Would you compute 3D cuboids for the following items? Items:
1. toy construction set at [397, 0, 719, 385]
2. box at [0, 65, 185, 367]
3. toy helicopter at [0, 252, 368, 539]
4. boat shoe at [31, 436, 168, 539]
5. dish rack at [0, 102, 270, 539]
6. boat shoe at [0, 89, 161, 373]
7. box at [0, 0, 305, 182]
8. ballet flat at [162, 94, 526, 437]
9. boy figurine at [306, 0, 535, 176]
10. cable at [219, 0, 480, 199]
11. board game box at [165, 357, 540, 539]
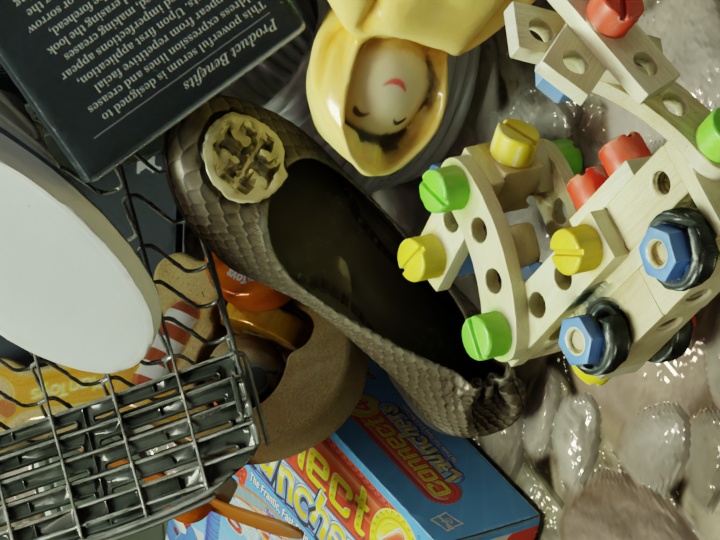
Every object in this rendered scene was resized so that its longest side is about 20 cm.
[{"bbox_3d":[0.085,-0.033,1.036,0.132,0.092,0.200,64,156,21],"label":"toy construction set"},{"bbox_3d":[-0.149,-0.035,1.322,0.200,0.104,0.149,-119,30,-64],"label":"box"},{"bbox_3d":[-0.089,0.057,1.195,0.199,0.079,0.133,-12,64,21],"label":"toy helicopter"},{"bbox_3d":[-0.124,0.169,1.435,0.060,0.075,0.201,-51,57,44],"label":"boat shoe"},{"bbox_3d":[-0.119,0.019,1.137,0.055,0.153,0.201,55,-163,-66],"label":"dish rack"},{"bbox_3d":[-0.153,-0.042,1.082,0.200,0.066,0.072,37,126,-6],"label":"boat shoe"},{"bbox_3d":[-0.131,-0.160,1.065,0.200,0.107,0.148,57,176,-30],"label":"box"},{"bbox_3d":[0.000,0.000,1.116,0.200,0.068,0.046,45,154,-25],"label":"ballet flat"},{"bbox_3d":[0.031,-0.122,1.036,0.200,0.124,0.065,-54,48,27],"label":"boy figurine"},{"bbox_3d":[-0.024,-0.124,1.187,0.200,0.069,0.201,9,109,55],"label":"cable"},{"bbox_3d":[-0.013,0.137,1.268,0.200,0.056,0.197,44,135,41],"label":"board game box"}]
